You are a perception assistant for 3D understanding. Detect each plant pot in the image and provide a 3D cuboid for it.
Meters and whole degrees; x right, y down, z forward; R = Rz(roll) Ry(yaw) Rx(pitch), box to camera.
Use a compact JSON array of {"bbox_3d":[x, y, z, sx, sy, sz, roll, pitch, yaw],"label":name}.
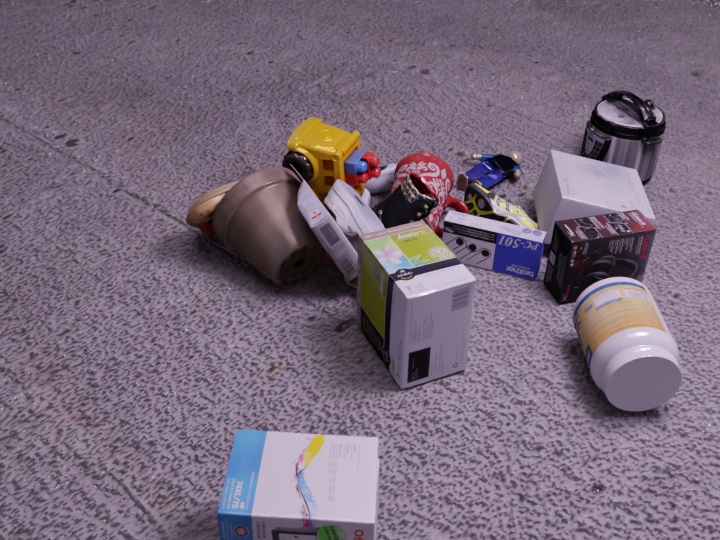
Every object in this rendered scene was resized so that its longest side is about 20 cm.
[{"bbox_3d":[-0.162,-0.070,1.649,0.199,0.200,0.174,-22,60,-28],"label":"plant pot"}]

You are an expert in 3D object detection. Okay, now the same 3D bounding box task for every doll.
[{"bbox_3d":[0.312,-0.239,1.990,0.200,0.049,0.136,-30,48,-35],"label":"doll"}]

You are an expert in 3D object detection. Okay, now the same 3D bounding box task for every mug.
[{"bbox_3d":[0.139,-0.139,1.782,0.177,0.134,0.200,7,40,11],"label":"mug"}]

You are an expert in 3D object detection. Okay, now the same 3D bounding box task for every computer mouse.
[{"bbox_3d":[0.066,-0.203,1.911,0.199,0.110,0.044,-7,58,8],"label":"computer mouse"}]

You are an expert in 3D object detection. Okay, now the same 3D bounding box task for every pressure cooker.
[{"bbox_3d":[0.616,-0.317,1.980,0.175,0.201,0.179,17,40,19],"label":"pressure cooker"}]

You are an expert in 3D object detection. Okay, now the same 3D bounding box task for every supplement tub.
[{"bbox_3d":[0.447,0.122,1.425,0.144,0.145,0.200,0,36,-2],"label":"supplement tub"}]

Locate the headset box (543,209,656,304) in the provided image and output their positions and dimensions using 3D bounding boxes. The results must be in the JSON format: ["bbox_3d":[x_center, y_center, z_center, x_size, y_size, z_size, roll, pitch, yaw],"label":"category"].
[{"bbox_3d":[0.466,-0.028,1.626,0.199,0.149,0.077,-7,38,-13],"label":"headset box"}]

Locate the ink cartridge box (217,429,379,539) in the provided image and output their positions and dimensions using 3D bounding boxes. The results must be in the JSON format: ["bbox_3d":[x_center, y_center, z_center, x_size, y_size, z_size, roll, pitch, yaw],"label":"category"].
[{"bbox_3d":[-0.076,0.319,1.136,0.199,0.147,0.146,2,36,2],"label":"ink cartridge box"}]

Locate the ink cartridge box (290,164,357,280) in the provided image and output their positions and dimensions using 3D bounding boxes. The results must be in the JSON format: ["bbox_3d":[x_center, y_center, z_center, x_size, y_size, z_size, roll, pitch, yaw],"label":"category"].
[{"bbox_3d":[-0.078,-0.092,1.602,0.050,0.162,0.200,-37,43,-3],"label":"ink cartridge box"}]

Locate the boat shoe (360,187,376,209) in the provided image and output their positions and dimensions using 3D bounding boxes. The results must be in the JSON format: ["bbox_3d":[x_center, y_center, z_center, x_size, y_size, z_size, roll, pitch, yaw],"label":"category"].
[{"bbox_3d":[0.013,-0.119,1.801,0.066,0.070,0.200,42,9,-15],"label":"boat shoe"}]

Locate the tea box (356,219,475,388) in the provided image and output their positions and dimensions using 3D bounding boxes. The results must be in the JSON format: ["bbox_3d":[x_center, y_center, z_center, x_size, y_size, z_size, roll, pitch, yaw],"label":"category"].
[{"bbox_3d":[0.088,0.055,1.455,0.133,0.201,0.197,-15,40,-20],"label":"tea box"}]

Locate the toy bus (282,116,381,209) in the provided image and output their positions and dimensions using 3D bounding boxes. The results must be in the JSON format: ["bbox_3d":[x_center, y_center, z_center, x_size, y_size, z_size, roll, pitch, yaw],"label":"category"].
[{"bbox_3d":[-0.050,-0.203,1.792,0.191,0.201,0.136,14,43,20],"label":"toy bus"}]

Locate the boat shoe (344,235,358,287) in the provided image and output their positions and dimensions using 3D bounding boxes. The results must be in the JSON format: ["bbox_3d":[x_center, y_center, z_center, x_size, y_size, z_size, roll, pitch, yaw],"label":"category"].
[{"bbox_3d":[0.000,0.000,1.635,0.069,0.071,0.200,-20,40,-17],"label":"boat shoe"}]

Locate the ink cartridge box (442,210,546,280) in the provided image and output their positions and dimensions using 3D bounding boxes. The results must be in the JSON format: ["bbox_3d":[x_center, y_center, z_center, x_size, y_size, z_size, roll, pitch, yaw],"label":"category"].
[{"bbox_3d":[0.263,-0.051,1.694,0.199,0.094,0.044,14,38,16],"label":"ink cartridge box"}]

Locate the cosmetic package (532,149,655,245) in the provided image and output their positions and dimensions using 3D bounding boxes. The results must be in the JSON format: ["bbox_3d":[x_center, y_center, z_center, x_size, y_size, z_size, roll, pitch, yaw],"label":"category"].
[{"bbox_3d":[0.480,-0.136,1.767,0.199,0.123,0.200,11,36,-4],"label":"cosmetic package"}]

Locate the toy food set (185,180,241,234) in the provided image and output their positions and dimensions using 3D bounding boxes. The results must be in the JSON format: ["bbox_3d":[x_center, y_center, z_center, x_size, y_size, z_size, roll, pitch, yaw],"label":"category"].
[{"bbox_3d":[-0.259,-0.128,1.725,0.197,0.200,0.049,-20,77,-17],"label":"toy food set"}]

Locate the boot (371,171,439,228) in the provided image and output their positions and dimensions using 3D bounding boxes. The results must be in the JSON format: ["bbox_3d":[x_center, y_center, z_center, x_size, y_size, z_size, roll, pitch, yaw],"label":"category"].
[{"bbox_3d":[0.099,-0.072,1.625,0.073,0.154,0.204,-5,56,-49],"label":"boot"}]

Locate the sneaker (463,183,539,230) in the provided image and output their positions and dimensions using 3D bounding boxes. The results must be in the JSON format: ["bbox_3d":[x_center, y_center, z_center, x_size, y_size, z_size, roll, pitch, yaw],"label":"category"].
[{"bbox_3d":[0.300,-0.119,1.818,0.076,0.076,0.200,-16,49,-35],"label":"sneaker"}]

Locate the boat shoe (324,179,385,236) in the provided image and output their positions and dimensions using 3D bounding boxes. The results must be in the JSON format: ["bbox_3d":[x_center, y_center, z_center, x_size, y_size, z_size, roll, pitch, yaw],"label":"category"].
[{"bbox_3d":[-0.012,-0.098,1.641,0.073,0.065,0.200,27,20,-37],"label":"boat shoe"}]
